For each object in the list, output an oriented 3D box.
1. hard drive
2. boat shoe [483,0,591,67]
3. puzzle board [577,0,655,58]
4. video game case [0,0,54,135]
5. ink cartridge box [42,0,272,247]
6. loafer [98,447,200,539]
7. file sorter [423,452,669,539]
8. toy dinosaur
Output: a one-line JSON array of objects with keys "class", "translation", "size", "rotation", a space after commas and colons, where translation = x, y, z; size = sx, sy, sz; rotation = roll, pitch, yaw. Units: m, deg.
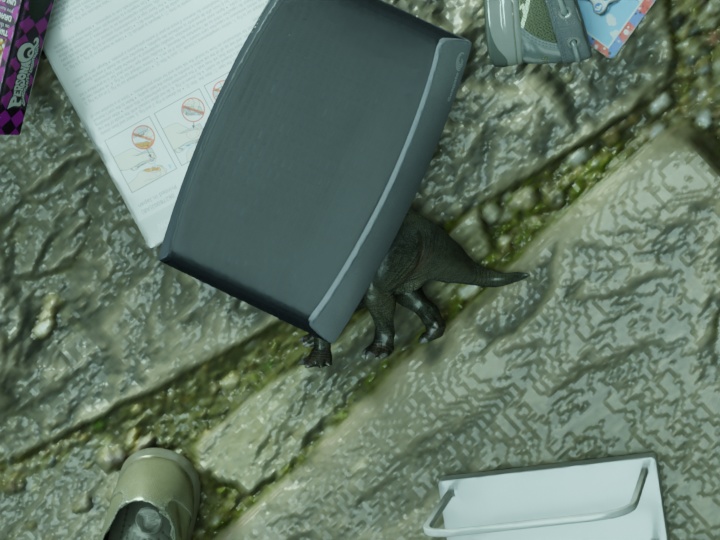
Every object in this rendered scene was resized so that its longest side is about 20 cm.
[{"class": "hard drive", "translation": [-0.030, -0.071, 1.344], "size": [0.135, 0.042, 0.200], "rotation": [26, 94, 8]}, {"class": "boat shoe", "translation": [0.103, -0.220, 1.321], "size": [0.065, 0.074, 0.202], "rotation": [0, 102, 5]}, {"class": "puzzle board", "translation": [0.114, -0.245, 1.357], "size": [0.200, 0.017, 0.151], "rotation": [36, 104, 3]}, {"class": "video game case", "translation": [-0.274, -0.200, 1.402], "size": [0.200, 0.036, 0.182], "rotation": [21, 102, 25]}, {"class": "ink cartridge box", "translation": [-0.108, -0.139, 1.403], "size": [0.161, 0.050, 0.200], "rotation": [-28, 95, 13]}, {"class": "loafer", "translation": [-0.150, 0.215, 1.453], "size": [0.075, 0.068, 0.201], "rotation": [8, 100, 10]}, {"class": "file sorter", "translation": [0.121, 0.229, 1.374], "size": [0.138, 0.125, 0.201], "rotation": [-8, 98, 13]}, {"class": "toy dinosaur", "translation": [0.000, 0.000, 1.387], "size": [0.199, 0.077, 0.103], "rotation": [-3, 105, 15]}]
